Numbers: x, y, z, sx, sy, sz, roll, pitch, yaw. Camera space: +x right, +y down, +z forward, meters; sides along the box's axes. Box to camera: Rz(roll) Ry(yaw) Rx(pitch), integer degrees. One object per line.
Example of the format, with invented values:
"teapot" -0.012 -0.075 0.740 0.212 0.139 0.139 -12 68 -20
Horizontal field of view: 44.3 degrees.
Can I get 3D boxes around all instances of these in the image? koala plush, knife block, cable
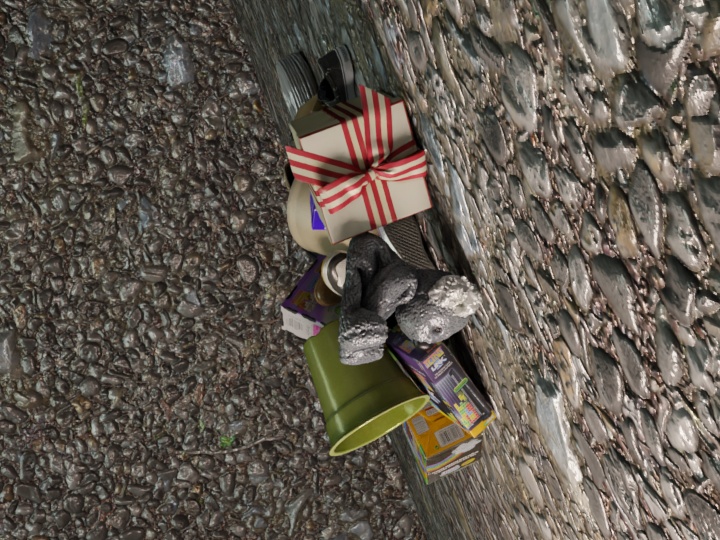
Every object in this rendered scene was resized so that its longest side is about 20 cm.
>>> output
"koala plush" 0.072 0.042 1.282 0.178 0.195 0.188 91 -176 -75
"knife block" -0.107 -0.311 1.860 0.175 0.063 0.203 29 -146 -60
"cable" -0.141 -0.410 2.092 0.202 0.068 0.202 -118 9 -46

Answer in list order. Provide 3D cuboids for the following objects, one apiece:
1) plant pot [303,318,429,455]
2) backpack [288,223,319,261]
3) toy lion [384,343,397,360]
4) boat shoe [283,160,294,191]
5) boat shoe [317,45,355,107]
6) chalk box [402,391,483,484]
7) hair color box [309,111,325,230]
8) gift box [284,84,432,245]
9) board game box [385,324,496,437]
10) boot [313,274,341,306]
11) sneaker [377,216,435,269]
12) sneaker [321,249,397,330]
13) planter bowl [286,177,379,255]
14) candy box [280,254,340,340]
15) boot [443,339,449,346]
"plant pot" -0.009 0.188 1.544 0.192 0.197 0.201 60 171 19
"backpack" -0.049 -0.078 1.855 0.197 0.156 0.176 27 167 9
"toy lion" 0.051 0.153 1.777 0.192 0.196 0.070 -51 -62 -77
"boat shoe" -0.097 -0.134 1.746 0.059 0.071 0.203 13 -134 -53
"boat shoe" -0.047 -0.324 1.583 0.200 0.065 0.071 90 157 -73
"chalk box" 0.155 0.317 1.704 0.201 0.122 0.126 82 164 -60
"hair color box" -0.032 -0.169 1.488 0.065 0.106 0.204 105 163 -58
"gift box" -0.013 -0.166 1.299 0.187 0.181 0.203 -123 9 -69
"board game box" 0.129 0.179 1.500 0.166 0.057 0.200 52 172 -15
"boot" 0.000 0.000 1.656 0.075 0.198 0.075 59 170 -14
"sneaker" 0.060 -0.014 1.489 0.114 0.071 0.204 -44 64 55
"sneaker" 0.012 0.036 1.564 0.087 0.076 0.200 23 164 50
"planter bowl" -0.016 -0.111 1.595 0.133 0.200 0.203 24 145 38
"candy box" -0.031 0.073 1.718 0.196 0.169 0.073 22 138 19
"boot" 0.103 0.070 1.612 0.149 0.069 0.200 64 179 -8
